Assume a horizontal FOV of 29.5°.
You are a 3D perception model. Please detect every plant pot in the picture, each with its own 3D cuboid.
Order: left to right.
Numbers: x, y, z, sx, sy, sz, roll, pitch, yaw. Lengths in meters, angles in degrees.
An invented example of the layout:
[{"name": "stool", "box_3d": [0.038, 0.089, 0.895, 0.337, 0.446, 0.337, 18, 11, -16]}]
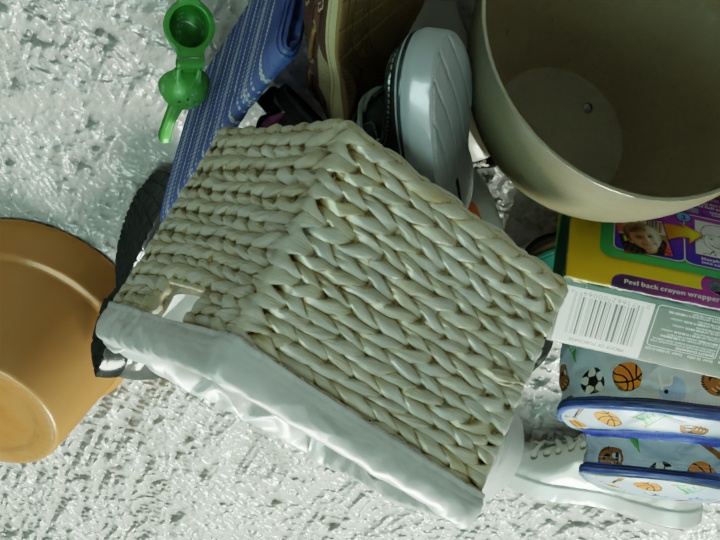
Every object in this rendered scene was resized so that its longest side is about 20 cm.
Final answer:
[{"name": "plant pot", "box_3d": [-0.307, 0.075, 1.223, 0.197, 0.141, 0.202, 9, 135, 9]}, {"name": "plant pot", "box_3d": [0.148, -0.112, 0.856, 0.198, 0.202, 0.135, 24, 156, -5]}]

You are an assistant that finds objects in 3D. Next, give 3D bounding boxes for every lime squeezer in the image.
[{"name": "lime squeezer", "box_3d": [-0.121, -0.160, 0.954, 0.037, 0.071, 0.202, 6, 126, -5]}]

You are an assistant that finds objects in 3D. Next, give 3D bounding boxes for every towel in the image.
[{"name": "towel", "box_3d": [-0.080, -0.133, 0.934, 0.024, 0.146, 0.200, 24, 138, -17]}]

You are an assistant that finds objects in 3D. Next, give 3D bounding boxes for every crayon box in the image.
[{"name": "crayon box", "box_3d": [0.231, -0.006, 0.917, 0.197, 0.173, 0.059, 13, 127, 4]}]

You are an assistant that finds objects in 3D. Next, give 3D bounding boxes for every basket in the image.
[{"name": "basket", "box_3d": [-0.020, 0.025, 0.817, 0.199, 0.163, 0.197, 32, 169, -27]}]

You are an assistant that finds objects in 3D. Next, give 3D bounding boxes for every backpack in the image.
[{"name": "backpack", "box_3d": [0.228, 0.092, 1.009, 0.197, 0.156, 0.190, -4, 157, 22]}]

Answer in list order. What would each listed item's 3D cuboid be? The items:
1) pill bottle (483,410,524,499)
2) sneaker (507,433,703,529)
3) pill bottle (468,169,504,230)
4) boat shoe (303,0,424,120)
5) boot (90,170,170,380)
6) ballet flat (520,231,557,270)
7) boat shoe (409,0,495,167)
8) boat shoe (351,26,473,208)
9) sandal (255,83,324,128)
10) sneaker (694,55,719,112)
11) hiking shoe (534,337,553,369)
[{"name": "pill bottle", "box_3d": [0.043, 0.121, 1.125, 0.113, 0.115, 0.199, -21, 147, 34]}, {"name": "sneaker", "box_3d": [0.203, 0.159, 1.192, 0.197, 0.073, 0.086, 9, 106, 20]}, {"name": "pill bottle", "box_3d": [0.000, 0.000, 0.997, 0.197, 0.115, 0.115, -14, 136, -11]}, {"name": "boat shoe", "box_3d": [-0.008, -0.154, 0.812, 0.072, 0.072, 0.201, 46, 161, 21]}, {"name": "boot", "box_3d": [-0.144, 0.013, 1.160, 0.130, 0.070, 0.202, 10, 121, -24]}, {"name": "ballet flat", "box_3d": [0.132, 0.017, 1.059, 0.067, 0.069, 0.201, 26, 136, -9]}, {"name": "boat shoe", "box_3d": [0.021, -0.150, 0.922, 0.092, 0.075, 0.202, -8, 121, 42]}, {"name": "boat shoe", "box_3d": [0.025, -0.077, 0.812, 0.070, 0.073, 0.201, 17, 156, 13]}, {"name": "sandal", "box_3d": [-0.045, -0.087, 0.942, 0.075, 0.200, 0.048, 44, 90, -11]}, {"name": "sneaker", "box_3d": [0.312, -0.088, 0.886, 0.197, 0.079, 0.116, 14, 138, 4]}, {"name": "hiking shoe", "box_3d": [0.053, 0.084, 0.988, 0.198, 0.077, 0.101, -22, 162, 13]}]
